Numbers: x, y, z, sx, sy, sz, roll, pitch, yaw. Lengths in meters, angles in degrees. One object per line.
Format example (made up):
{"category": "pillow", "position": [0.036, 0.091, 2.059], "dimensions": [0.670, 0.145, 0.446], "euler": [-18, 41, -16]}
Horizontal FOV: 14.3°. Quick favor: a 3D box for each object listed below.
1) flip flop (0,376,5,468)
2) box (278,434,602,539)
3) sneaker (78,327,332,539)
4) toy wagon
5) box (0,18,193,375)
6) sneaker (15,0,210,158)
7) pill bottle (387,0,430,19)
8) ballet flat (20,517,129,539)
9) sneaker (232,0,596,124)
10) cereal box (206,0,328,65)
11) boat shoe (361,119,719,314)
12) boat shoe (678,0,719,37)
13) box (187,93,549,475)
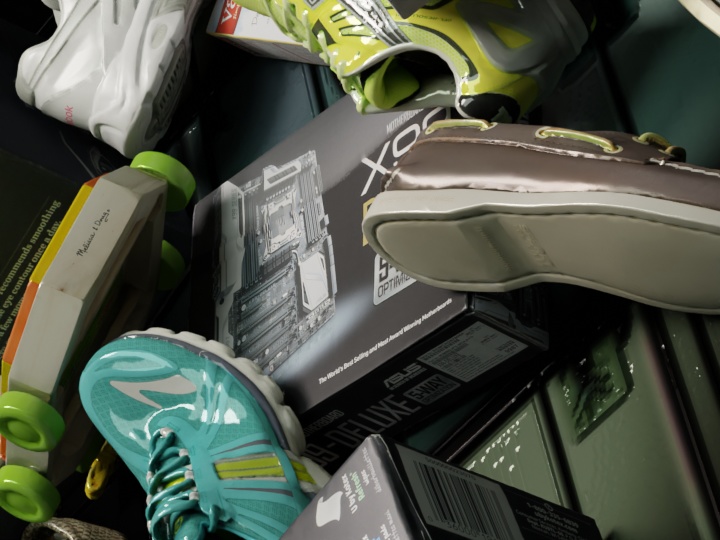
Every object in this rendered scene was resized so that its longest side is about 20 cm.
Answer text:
{"category": "flip flop", "position": [-0.225, 0.043, 1.568], "dimensions": [0.081, 0.057, 0.200], "euler": [-53, 35, 19]}
{"category": "box", "position": [0.003, 0.179, 1.095], "dimensions": [0.200, 0.122, 0.106], "euler": [-49, 36, 23]}
{"category": "sneaker", "position": [-0.059, 0.096, 1.213], "dimensions": [0.200, 0.079, 0.078], "euler": [45, 123, 31]}
{"category": "toy wagon", "position": [-0.129, 0.042, 1.350], "dimensions": [0.200, 0.039, 0.156], "euler": [103, -168, -56]}
{"category": "box", "position": [-0.212, -0.053, 1.482], "dimensions": [0.118, 0.199, 0.197], "euler": [-55, 33, 16]}
{"category": "sneaker", "position": [-0.118, -0.160, 1.462], "dimensions": [0.078, 0.099, 0.201], "euler": [95, -164, -65]}
{"category": "pill bottle", "position": [0.067, -0.196, 1.137], "dimensions": [0.200, 0.112, 0.112], "euler": [-40, 37, 4]}
{"category": "ballet flat", "position": [-0.127, 0.190, 1.317], "dimensions": [0.068, 0.075, 0.200], "euler": [-47, 37, 24]}
{"category": "sneaker", "position": [0.000, -0.112, 1.222], "dimensions": [0.199, 0.075, 0.077], "euler": [17, 65, 36]}
{"category": "cereal box", "position": [0.009, -0.169, 1.386], "dimensions": [0.200, 0.039, 0.145], "euler": [15, 84, 58]}
{"category": "boat shoe", "position": [0.095, -0.026, 1.122], "dimensions": [0.199, 0.072, 0.060], "euler": [3, 55, 36]}
{"category": "boat shoe", "position": [0.158, -0.136, 1.121], "dimensions": [0.069, 0.074, 0.200], "euler": [-58, 32, 22]}
{"category": "box", "position": [0.000, 0.000, 1.281], "dimensions": [0.200, 0.050, 0.158], "euler": [-33, 45, 41]}
